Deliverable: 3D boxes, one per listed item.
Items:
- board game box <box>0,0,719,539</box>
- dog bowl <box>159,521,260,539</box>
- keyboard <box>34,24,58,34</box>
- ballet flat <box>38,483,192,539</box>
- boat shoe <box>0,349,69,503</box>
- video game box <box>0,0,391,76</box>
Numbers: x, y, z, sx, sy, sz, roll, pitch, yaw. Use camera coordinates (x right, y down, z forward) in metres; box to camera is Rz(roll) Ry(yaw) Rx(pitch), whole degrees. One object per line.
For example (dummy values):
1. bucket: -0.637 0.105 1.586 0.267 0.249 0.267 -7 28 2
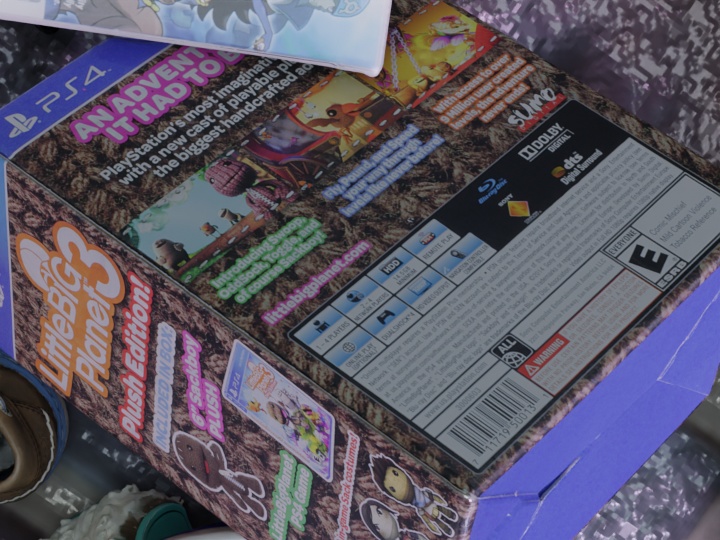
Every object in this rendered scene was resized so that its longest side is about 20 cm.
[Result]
1. board game box: 0.000 0.000 0.665 0.199 0.097 0.159 35 52 23
2. dog bowl: -0.032 0.184 0.689 0.198 0.079 0.202 0 89 6
3. keyboard: -0.113 -0.170 0.750 0.104 0.040 0.201 -36 91 25
4. ballet flat: -0.074 0.179 0.781 0.071 0.072 0.202 -14 92 -2
5. boat shoe: -0.198 0.023 0.751 0.199 0.072 0.073 23 92 -5
6. video game box: -0.068 -0.171 0.624 0.181 0.047 0.202 9 98 1
